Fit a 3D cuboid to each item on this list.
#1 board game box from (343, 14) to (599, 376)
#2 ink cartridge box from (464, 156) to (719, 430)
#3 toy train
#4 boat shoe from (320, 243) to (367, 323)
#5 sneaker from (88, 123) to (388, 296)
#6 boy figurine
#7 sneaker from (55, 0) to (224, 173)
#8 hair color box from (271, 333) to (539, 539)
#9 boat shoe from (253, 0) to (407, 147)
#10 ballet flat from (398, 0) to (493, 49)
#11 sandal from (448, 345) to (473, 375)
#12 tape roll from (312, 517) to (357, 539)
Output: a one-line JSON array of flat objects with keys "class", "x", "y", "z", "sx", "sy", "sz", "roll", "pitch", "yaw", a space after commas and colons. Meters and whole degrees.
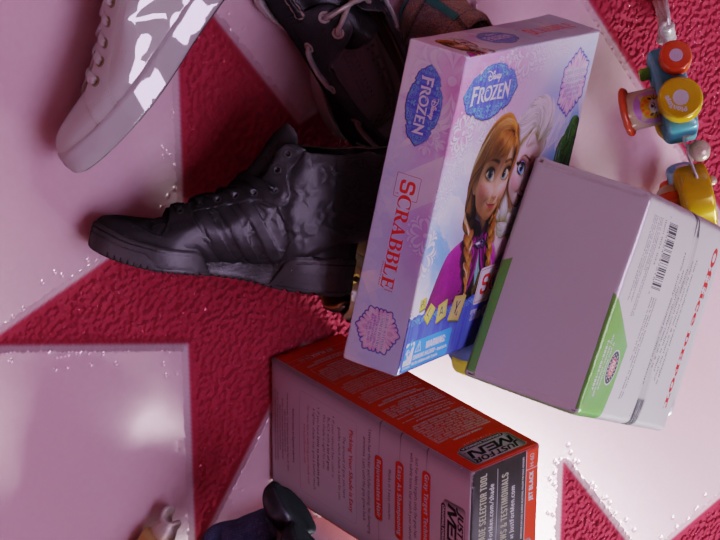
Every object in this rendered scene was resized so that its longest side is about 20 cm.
[{"class": "board game box", "x": 0.071, "y": -0.051, "z": 1.630, "sx": 0.200, "sy": 0.041, "sz": 0.200, "roll": -20, "pitch": 125, "yaw": -60}, {"class": "ink cartridge box", "x": 0.156, "y": 0.019, "z": 1.709, "sx": 0.200, "sy": 0.084, "sz": 0.146, "roll": 17, "pitch": 92, "yaw": -68}, {"class": "toy train", "x": 0.211, "y": -0.081, "z": 1.852, "sx": 0.056, "sy": 0.150, "sz": 0.200, "roll": -13, "pitch": 116, "yaw": 1}, {"class": "boat shoe", "x": 0.000, "y": 0.000, "z": 1.720, "sx": 0.200, "sy": 0.072, "sz": 0.068, "roll": 38, "pitch": 88, "yaw": -39}, {"class": "sneaker", "x": -0.060, "y": -0.044, "z": 1.613, "sx": 0.200, "sy": 0.060, "sz": 0.104, "roll": 9, "pitch": 98, "yaw": -14}, {"class": "boy figurine", "x": -0.117, "y": 0.209, "z": 1.685, "sx": 0.200, "sy": 0.124, "sz": 0.064, "roll": -29, "pitch": 147, "yaw": 11}, {"class": "sneaker", "x": -0.133, "y": -0.155, "z": 1.537, "sx": 0.085, "sy": 0.073, "sz": 0.200, "roll": 33, "pitch": 92, "yaw": -15}, {"class": "hair color box", "x": 0.026, "y": 0.126, "z": 1.705, "sx": 0.061, "sy": 0.200, "sz": 0.102, "roll": -19, "pitch": 122, "yaw": -35}, {"class": "boat shoe", "x": -0.012, "y": -0.149, "z": 1.638, "sx": 0.074, "sy": 0.060, "sz": 0.200, "roll": -39, "pitch": 131, "yaw": -20}, {"class": "ballet flat", "x": 0.090, "y": -0.108, "z": 1.745, "sx": 0.068, "sy": 0.067, "sz": 0.200, "roll": -52, "pitch": 135, "yaw": -10}, {"class": "sandal", "x": 0.133, "y": 0.011, "z": 1.843, "sx": 0.200, "sy": 0.079, "sz": 0.087, "roll": -34, "pitch": 126, "yaw": -36}, {"class": "tape roll", "x": -0.037, "y": 0.269, "z": 1.777, "sx": 0.202, "sy": 0.071, "sz": 0.203, "roll": -39, "pitch": 146, "yaw": -34}]
